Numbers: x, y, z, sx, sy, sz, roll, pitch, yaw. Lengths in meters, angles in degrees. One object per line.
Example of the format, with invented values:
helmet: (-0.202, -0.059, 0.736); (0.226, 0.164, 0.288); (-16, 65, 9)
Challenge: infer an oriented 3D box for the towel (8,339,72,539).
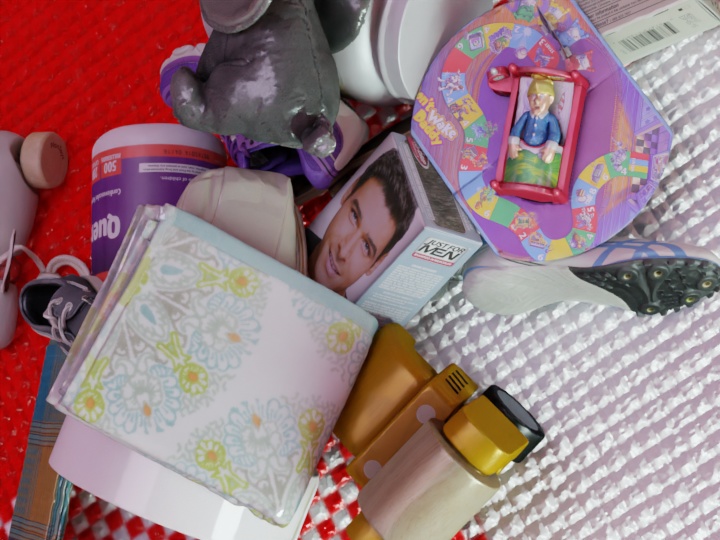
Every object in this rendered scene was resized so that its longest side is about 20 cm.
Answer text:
towel: (-0.254, 0.157, 1.784); (0.147, 0.022, 0.201); (179, 102, -70)

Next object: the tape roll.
tape roll: (-0.134, 0.151, 1.661); (0.202, 0.202, 0.071); (22, 89, 30)

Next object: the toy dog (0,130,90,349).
toy dog: (-0.317, -0.042, 1.860); (0.131, 0.096, 0.201); (-21, 70, 24)

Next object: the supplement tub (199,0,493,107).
supplement tub: (-0.011, -0.210, 1.695); (0.199, 0.145, 0.146); (20, 89, 34)

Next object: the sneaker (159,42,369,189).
sneaker: (-0.090, -0.118, 1.697); (0.199, 0.081, 0.084); (22, 74, 36)

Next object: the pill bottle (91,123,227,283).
pill bottle: (-0.164, -0.012, 1.761); (0.112, 0.112, 0.201); (-8, 75, 27)

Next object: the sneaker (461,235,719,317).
sneaker: (0.172, -0.008, 1.607); (0.199, 0.072, 0.073); (-1, 54, 22)

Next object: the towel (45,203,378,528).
towel: (-0.104, 0.065, 1.554); (0.199, 0.048, 0.172); (29, 75, -10)

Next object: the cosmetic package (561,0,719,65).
cosmetic package: (0.194, -0.267, 1.644); (0.103, 0.073, 0.201); (-20, 70, 23)

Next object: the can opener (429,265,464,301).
can opener: (0.071, -0.073, 1.681); (0.067, 0.053, 0.201); (16, 87, 29)

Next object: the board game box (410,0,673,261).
board game box: (0.124, -0.107, 1.577); (0.158, 0.039, 0.200); (-37, 70, 9)

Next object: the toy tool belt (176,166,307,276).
toy tool belt: (-0.107, 0.024, 1.656); (0.124, 0.123, 0.201); (11, 78, -13)

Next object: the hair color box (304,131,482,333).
hair color box: (0.000, 0.000, 1.655); (0.200, 0.060, 0.099); (-47, 44, 32)

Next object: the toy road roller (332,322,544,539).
toy road roller: (0.035, 0.121, 1.579); (0.146, 0.200, 0.123); (44, 103, 5)

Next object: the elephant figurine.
elephant figurine: (-0.068, -0.197, 1.573); (0.154, 0.142, 0.201); (11, 98, 7)

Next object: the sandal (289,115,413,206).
sandal: (0.004, -0.064, 1.721); (0.211, 0.078, 0.070); (-23, 101, 30)

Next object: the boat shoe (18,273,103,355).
boat shoe: (-0.215, 0.045, 1.647); (0.200, 0.061, 0.073); (-145, 63, -67)
